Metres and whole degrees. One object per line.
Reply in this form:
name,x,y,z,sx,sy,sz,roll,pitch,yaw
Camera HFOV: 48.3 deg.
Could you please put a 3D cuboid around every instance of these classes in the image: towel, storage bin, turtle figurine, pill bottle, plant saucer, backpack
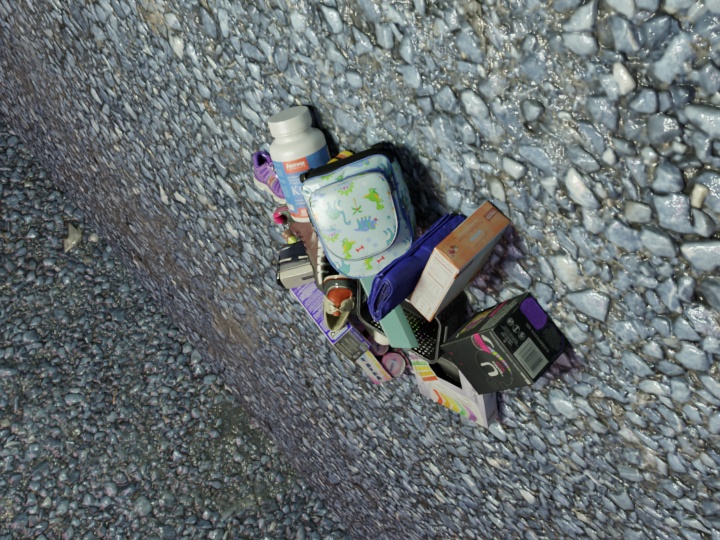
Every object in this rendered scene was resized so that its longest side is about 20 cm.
towel,0.094,-0.009,1.381,0.050,0.199,0.148,46,154,13
storage bin,0.098,0.070,1.573,0.199,0.094,0.136,30,141,27
turtle figurine,-0.124,-0.018,1.896,0.161,0.064,0.201,39,153,24
pill bottle,-0.111,-0.205,1.546,0.112,0.112,0.202,17,133,50
plant saucer,0.046,0.065,1.530,0.069,0.019,0.202,-2,119,48
backpack,0.002,-0.091,1.394,0.147,0.181,0.202,-75,-35,-66

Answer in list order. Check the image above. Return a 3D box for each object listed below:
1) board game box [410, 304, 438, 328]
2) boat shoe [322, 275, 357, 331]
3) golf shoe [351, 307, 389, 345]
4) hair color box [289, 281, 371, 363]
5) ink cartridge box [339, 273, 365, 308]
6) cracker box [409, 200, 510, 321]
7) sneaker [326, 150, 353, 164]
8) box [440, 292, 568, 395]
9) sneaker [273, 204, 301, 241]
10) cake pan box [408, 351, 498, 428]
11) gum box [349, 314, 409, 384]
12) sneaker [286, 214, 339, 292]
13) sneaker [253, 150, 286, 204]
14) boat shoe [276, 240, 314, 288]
board game box,0.113,0.079,1.676,0.201,0.030,0.095,56,153,-5
boat shoe,-0.046,0.064,1.624,0.070,0.063,0.200,8,157,-4
golf shoe,0.017,0.072,1.796,0.200,0.075,0.092,42,139,12
hair color box,-0.067,0.104,1.798,0.200,0.065,0.109,50,-179,37
ink cartridge box,0.000,0.000,1.677,0.044,0.094,0.201,39,154,19
cracker box,0.161,-0.012,1.340,0.058,0.134,0.201,44,154,12
sneaker,0.004,-0.128,1.496,0.200,0.090,0.070,46,155,9
box,0.251,0.135,1.426,0.123,0.106,0.200,51,156,-2
sneaker,-0.105,-0.089,1.756,0.199,0.075,0.081,34,151,30
cake pan box,0.195,0.225,1.680,0.183,0.052,0.201,23,149,29
gum box,0.022,0.178,1.920,0.201,0.066,0.113,51,157,-2
sneaker,-0.101,-0.058,1.690,0.114,0.075,0.203,3,92,34
sneaker,-0.173,-0.202,1.713,0.199,0.080,0.084,27,140,41
boat shoe,-0.095,-0.029,1.778,0.075,0.197,0.094,63,-162,-59
